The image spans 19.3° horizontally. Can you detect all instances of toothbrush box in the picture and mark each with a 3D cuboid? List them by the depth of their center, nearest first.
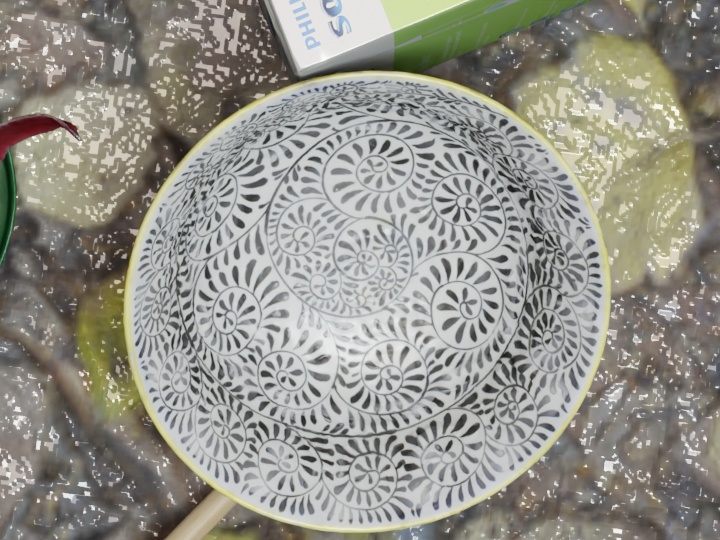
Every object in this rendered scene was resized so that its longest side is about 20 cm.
[{"bbox_3d":[0.051,-0.146,0.891,0.199,0.146,0.087,-24,88,0],"label":"toothbrush box"}]

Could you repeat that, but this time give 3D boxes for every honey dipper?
[{"bbox_3d":[-0.091,0.131,0.935,0.200,0.038,0.038,-45,89,-3],"label":"honey dipper"}]

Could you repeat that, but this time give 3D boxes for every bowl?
[{"bbox_3d":[0.000,0.000,0.898,0.199,0.094,0.202,-2,112,-4],"label":"bowl"}]

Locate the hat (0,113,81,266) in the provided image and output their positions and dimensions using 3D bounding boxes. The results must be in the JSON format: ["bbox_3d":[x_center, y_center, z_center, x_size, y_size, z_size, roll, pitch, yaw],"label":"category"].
[{"bbox_3d":[-0.230,-0.041,0.870,0.200,0.176,0.166,-42,88,-2],"label":"hat"}]
